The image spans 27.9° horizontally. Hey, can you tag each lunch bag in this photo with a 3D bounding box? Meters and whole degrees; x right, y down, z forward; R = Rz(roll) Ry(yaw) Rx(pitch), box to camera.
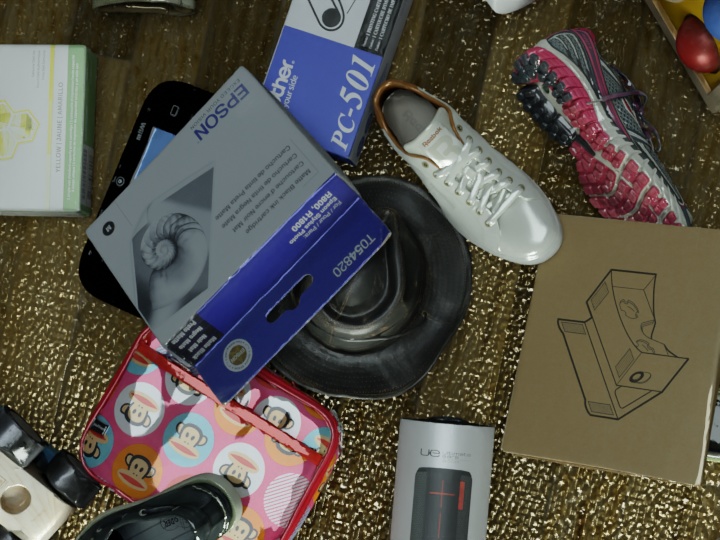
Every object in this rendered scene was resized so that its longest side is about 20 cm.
[{"bbox_3d":[-0.116,0.134,1.212,0.199,0.082,0.177,30,86,7],"label":"lunch bag"}]

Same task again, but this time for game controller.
[{"bbox_3d":[-0.168,-0.060,1.248,0.103,0.042,0.202,22,88,8],"label":"game controller"}]

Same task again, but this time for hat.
[{"bbox_3d":[0.000,0.000,1.181,0.198,0.081,0.203,0,69,0],"label":"hat"}]

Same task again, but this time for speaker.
[{"bbox_3d":[0.063,0.220,1.180,0.080,0.081,0.202,5,86,7],"label":"speaker"}]

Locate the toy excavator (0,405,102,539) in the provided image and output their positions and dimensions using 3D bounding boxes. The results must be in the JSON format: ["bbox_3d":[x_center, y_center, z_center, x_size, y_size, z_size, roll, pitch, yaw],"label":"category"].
[{"bbox_3d":[-0.333,0.137,1.228,0.100,0.200,0.194,-47,119,-5],"label":"toy excavator"}]

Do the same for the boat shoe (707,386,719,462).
[{"bbox_3d":[0.233,0.101,1.176,0.200,0.060,0.073,21,91,10],"label":"boat shoe"}]

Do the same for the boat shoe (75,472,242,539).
[{"bbox_3d":[-0.181,0.229,1.151,0.198,0.066,0.075,-27,98,27],"label":"boat shoe"}]

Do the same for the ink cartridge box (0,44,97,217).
[{"bbox_3d":[-0.333,-0.123,1.271,0.198,0.048,0.147,1,87,5],"label":"ink cartridge box"}]

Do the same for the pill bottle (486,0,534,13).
[{"bbox_3d":[0.092,-0.318,1.188,0.115,0.116,0.201,-34,77,4],"label":"pill bottle"}]

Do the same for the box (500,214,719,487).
[{"bbox_3d":[0.207,0.059,1.148,0.162,0.021,0.202,6,76,28],"label":"box"}]

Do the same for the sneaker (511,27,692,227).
[{"bbox_3d":[0.212,-0.112,1.190,0.074,0.081,0.201,-35,90,-27],"label":"sneaker"}]

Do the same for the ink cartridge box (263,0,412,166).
[{"bbox_3d":[-0.016,-0.201,1.238,0.093,0.044,0.202,19,89,10],"label":"ink cartridge box"}]

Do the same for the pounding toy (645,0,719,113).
[{"bbox_3d":[0.270,-0.239,1.149,0.141,0.184,0.201,-29,83,-8],"label":"pounding toy"}]

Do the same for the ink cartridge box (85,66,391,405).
[{"bbox_3d":[-0.104,-0.031,1.165,0.200,0.041,0.200,-46,60,6],"label":"ink cartridge box"}]

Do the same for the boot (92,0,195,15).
[{"bbox_3d":[-0.141,-0.300,1.247,0.198,0.072,0.157,-4,85,12],"label":"boot"}]

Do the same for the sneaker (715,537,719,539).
[{"bbox_3d":[0.298,0.315,1.127,0.073,0.116,0.202,-4,87,5],"label":"sneaker"}]

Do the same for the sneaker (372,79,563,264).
[{"bbox_3d":[0.079,-0.080,1.184,0.200,0.085,0.073,43,96,16],"label":"sneaker"}]
